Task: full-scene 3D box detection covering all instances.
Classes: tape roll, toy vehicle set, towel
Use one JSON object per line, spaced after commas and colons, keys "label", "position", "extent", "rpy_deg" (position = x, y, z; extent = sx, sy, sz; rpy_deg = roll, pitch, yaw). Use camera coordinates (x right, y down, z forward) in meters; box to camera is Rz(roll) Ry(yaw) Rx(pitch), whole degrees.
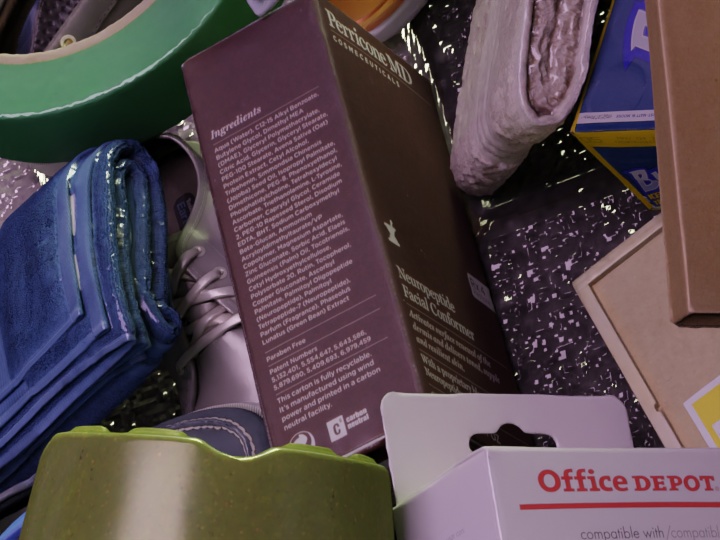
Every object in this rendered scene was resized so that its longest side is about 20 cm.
{"label": "tape roll", "position": [-0.128, -0.147, 1.165], "extent": [0.200, 0.048, 0.201], "rpy_deg": [-7, 66, 16]}
{"label": "toy vehicle set", "position": [0.173, 0.045, 0.973], "extent": [0.124, 0.026, 0.200], "rpy_deg": [-37, 55, 15]}
{"label": "towel", "position": [-0.151, 0.034, 1.135], "extent": [0.200, 0.048, 0.112], "rpy_deg": [-42, 44, 38]}
{"label": "towel", "position": [0.074, -0.136, 1.060], "extent": [0.034, 0.133, 0.201], "rpy_deg": [11, 77, -6]}

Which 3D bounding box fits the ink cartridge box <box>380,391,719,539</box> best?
{"label": "ink cartridge box", "position": [0.084, 0.126, 0.921], "extent": [0.068, 0.116, 0.201], "rpy_deg": [-39, 56, 52]}

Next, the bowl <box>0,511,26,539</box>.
{"label": "bowl", "position": [-0.079, 0.176, 1.028], "extent": [0.200, 0.039, 0.202], "rpy_deg": [0, 90, 19]}

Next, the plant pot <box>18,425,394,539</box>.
{"label": "plant pot", "position": [-0.057, 0.155, 0.913], "extent": [0.199, 0.200, 0.191], "rpy_deg": [1, 80, 33]}

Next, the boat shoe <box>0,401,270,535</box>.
{"label": "boat shoe", "position": [-0.111, 0.111, 1.092], "extent": [0.200, 0.062, 0.073], "rpy_deg": [-27, 72, 32]}

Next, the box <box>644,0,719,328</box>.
{"label": "box", "position": [0.181, -0.077, 0.946], "extent": [0.163, 0.021, 0.201], "rpy_deg": [0, 72, -12]}

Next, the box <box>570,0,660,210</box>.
{"label": "box", "position": [0.149, -0.124, 1.015], "extent": [0.070, 0.064, 0.201], "rpy_deg": [0, 63, 40]}

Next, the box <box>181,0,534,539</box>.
{"label": "box", "position": [0.000, 0.000, 1.061], "extent": [0.075, 0.100, 0.201], "rpy_deg": [-29, 59, 20]}

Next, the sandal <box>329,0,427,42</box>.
{"label": "sandal", "position": [0.020, -0.199, 1.154], "extent": [0.079, 0.059, 0.207], "rpy_deg": [24, 85, 38]}

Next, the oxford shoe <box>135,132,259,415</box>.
{"label": "oxford shoe", "position": [-0.062, 0.020, 1.120], "extent": [0.075, 0.058, 0.200], "rpy_deg": [-35, 57, 14]}

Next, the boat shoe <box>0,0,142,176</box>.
{"label": "boat shoe", "position": [-0.125, -0.146, 1.226], "extent": [0.072, 0.060, 0.202], "rpy_deg": [11, 77, 38]}

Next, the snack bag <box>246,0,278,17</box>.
{"label": "snack bag", "position": [-0.017, -0.231, 1.090], "extent": [0.189, 0.021, 0.200], "rpy_deg": [-45, 50, 19]}
